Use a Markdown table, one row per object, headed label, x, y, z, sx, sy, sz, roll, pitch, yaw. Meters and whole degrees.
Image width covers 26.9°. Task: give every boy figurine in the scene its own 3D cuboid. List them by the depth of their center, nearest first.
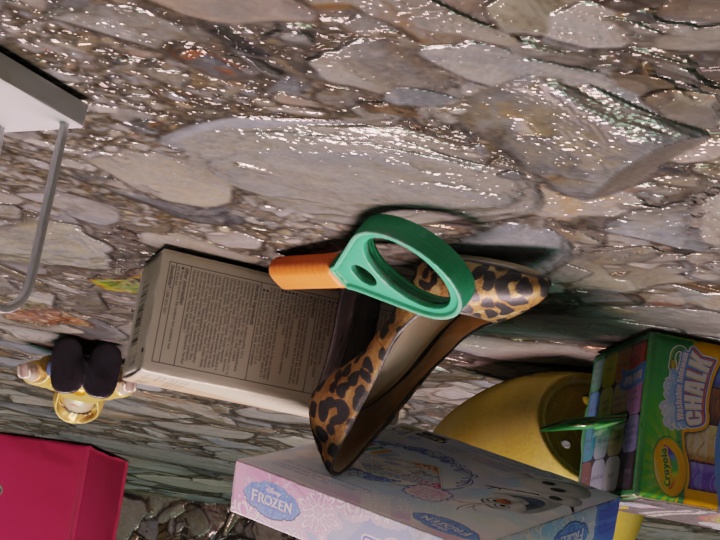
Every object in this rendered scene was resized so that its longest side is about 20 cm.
| label | x | y | z | sx | sy | sz | roll | pitch | yaw |
| --- | --- | --- | --- | --- | --- | --- | --- | --- | --- |
| boy figurine | -0.299 | 0.116 | 1.577 | 0.124 | 0.065 | 0.200 | 9 | 163 | -13 |

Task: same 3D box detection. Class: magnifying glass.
| label | x | y | z | sx | sy | sz | roll | pitch | yaw |
| --- | --- | --- | --- | --- | --- | --- | --- | --- | --- |
| magnifying glass | 0.000 | 0.000 | 0.965 | 0.080 | 0.022 | 0.200 | 47 | 157 | -23 |

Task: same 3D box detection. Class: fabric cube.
| label | x | y | z | sx | sy | sz | roll | pitch | yaw |
| --- | --- | --- | --- | --- | --- | --- | --- | --- | --- |
| fabric cube | -0.533 | 0.394 | 2.550 | 0.198 | 0.197 | 0.200 | 6 | 165 | 13 |

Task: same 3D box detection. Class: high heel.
| label | x | y | z | sx | sy | sz | roll | pitch | yaw |
| --- | --- | --- | --- | --- | --- | --- | --- | --- | --- |
| high heel | 0.045 | 0.066 | 0.989 | 0.071 | 0.143 | 0.199 | 22 | 161 | -37 |

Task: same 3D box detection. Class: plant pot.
| label | x | y | z | sx | sy | sz | roll | pitch | yaw |
| --- | --- | --- | --- | --- | --- | --- | --- | --- | --- |
| plant pot | 0.166 | 0.164 | 1.266 | 0.199 | 0.201 | 0.142 | 12 | 146 | -13 |

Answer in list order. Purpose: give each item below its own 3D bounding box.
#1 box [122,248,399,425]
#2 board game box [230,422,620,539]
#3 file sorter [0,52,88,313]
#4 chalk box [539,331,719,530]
| label | x | y | z | sx | sy | sz | roll | pitch | yaw |
| --- | --- | --- | --- | --- | --- | --- | --- | --- | --- |
| box | -0.067 | 0.054 | 1.121 | 0.199 | 0.096 | 0.078 | 15 | 166 | -17 |
| board game box | 0.048 | 0.165 | 1.061 | 0.199 | 0.044 | 0.199 | 15 | -169 | 37 |
| file sorter | -0.269 | -0.050 | 0.769 | 0.199 | 0.125 | 0.139 | 0 | 164 | 30 |
| chalk box | 0.240 | 0.123 | 1.139 | 0.199 | 0.125 | 0.124 | 13 | 167 | -11 |
